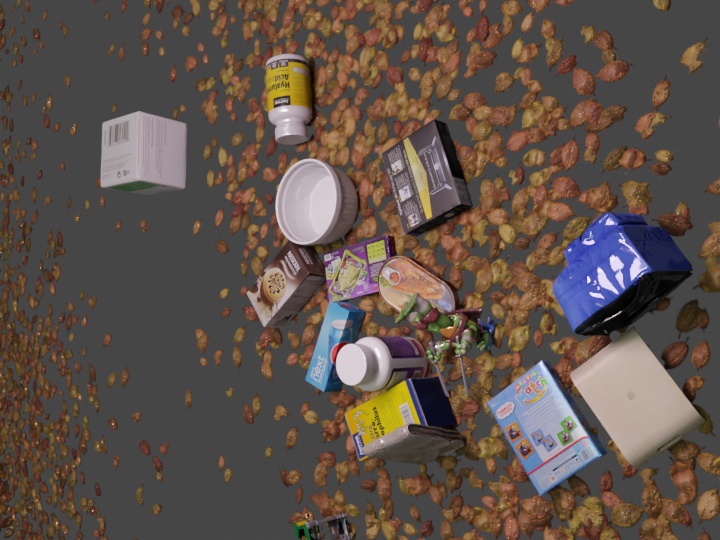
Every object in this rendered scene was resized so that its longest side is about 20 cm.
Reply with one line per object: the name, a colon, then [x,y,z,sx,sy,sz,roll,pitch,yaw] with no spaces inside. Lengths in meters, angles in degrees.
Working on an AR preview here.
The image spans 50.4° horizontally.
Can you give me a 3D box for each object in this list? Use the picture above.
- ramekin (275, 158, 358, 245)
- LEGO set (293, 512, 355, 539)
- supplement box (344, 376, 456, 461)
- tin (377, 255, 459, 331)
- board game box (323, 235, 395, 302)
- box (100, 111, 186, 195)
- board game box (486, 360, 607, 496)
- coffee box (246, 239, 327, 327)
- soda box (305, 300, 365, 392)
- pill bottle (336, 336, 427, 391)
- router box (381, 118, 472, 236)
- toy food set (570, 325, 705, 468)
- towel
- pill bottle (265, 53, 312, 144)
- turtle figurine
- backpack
ramekin: [-0.097,-0.157,1.813,0.198,0.104,0.203,-4,84,39]
LEGO set: [-0.068,0.641,1.745,0.154,0.114,0.202,120,137,-56]
supplement box: [0.082,0.313,1.619,0.199,0.108,0.111,-34,65,33]
tin: [0.123,0.049,1.636,0.199,0.042,0.113,36,105,26]
board game box: [0.000,0.000,1.768,0.198,0.032,0.122,-14,74,39]
box: [-0.634,-0.337,2.237,0.197,0.170,0.203,-4,85,40]
board game box: [0.347,0.296,1.445,0.151,0.036,0.201,-44,61,29]
coffee box: [-0.180,0.034,1.883,0.200,0.079,0.114,-49,58,26]
soda box: [-0.058,0.176,1.780,0.067,0.064,0.202,26,104,38]
pill bottle: [0.043,0.195,1.603,0.110,0.199,0.113,-4,83,39]
router box: [0.140,-0.197,1.648,0.156,0.052,0.202,-27,70,36]
toy food set: [0.479,0.219,1.335,0.143,0.060,0.201,-40,63,18]
towel: [0.112,0.352,1.535,0.132,0.199,0.035,-35,53,32]
pill bottle: [-0.175,-0.421,1.897,0.110,0.111,0.203,-11,80,39]
turtle figurine: [0.158,0.146,1.518,0.193,0.144,0.201,31,100,-3]
backpack: [0.435,0.010,1.320,0.201,0.161,0.169,-54,46,38]
